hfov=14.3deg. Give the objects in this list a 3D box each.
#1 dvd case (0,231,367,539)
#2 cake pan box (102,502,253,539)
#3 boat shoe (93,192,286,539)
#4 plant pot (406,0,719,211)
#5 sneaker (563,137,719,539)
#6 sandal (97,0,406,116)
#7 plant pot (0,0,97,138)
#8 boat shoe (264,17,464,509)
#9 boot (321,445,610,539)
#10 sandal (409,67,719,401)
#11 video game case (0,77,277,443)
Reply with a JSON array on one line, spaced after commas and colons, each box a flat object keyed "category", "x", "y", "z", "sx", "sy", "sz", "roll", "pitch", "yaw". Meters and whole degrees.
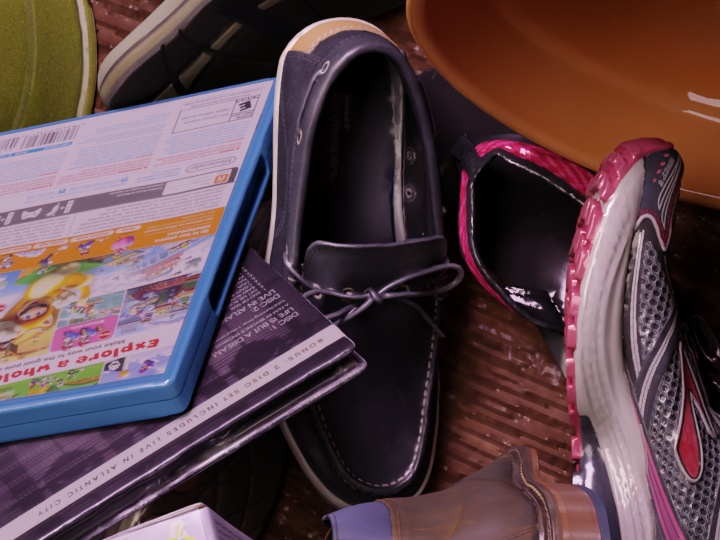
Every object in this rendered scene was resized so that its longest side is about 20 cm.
[{"category": "dvd case", "x": -0.103, "y": 0.032, "z": 1.120, "sx": 0.148, "sy": 0.016, "sz": 0.200, "roll": -31, "pitch": 33, "yaw": -12}, {"category": "cake pan box", "x": -0.025, "y": 0.197, "z": 1.066, "sx": 0.052, "sy": 0.200, "sz": 0.185, "roll": -19, "pitch": 69, "yaw": 10}, {"category": "boat shoe", "x": -0.073, "y": 0.060, "z": 1.199, "sx": 0.073, "sy": 0.074, "sz": 0.201, "roll": 20, "pitch": 83, "yaw": 42}, {"category": "plant pot", "x": 0.132, "y": -0.123, "z": 1.044, "sx": 0.199, "sy": 0.200, "sz": 0.140, "roll": 9, "pitch": 69, "yaw": 32}, {"category": "sneaker", "x": 0.113, "y": 0.050, "z": 1.064, "sx": 0.074, "sy": 0.081, "sz": 0.201, "roll": -3, "pitch": 99, "yaw": 5}, {"category": "sandal", "x": -0.035, "y": -0.131, "z": 1.203, "sx": 0.201, "sy": 0.080, "sz": 0.057, "roll": -30, "pitch": 53, "yaw": 24}, {"category": "plant pot", "x": -0.253, "y": -0.097, "z": 1.256, "sx": 0.200, "sy": 0.193, "sz": 0.201, "roll": -6, "pitch": 79, "yaw": 30}, {"category": "boat shoe", "x": 0.000, "y": 0.000, "z": 1.137, "sx": 0.062, "sy": 0.074, "sz": 0.201, "roll": -171, "pitch": 78, "yaw": -72}, {"category": "boot", "x": 0.021, "y": 0.100, "z": 1.052, "sx": 0.097, "sy": 0.200, "sz": 0.075, "roll": 3, "pitch": 85, "yaw": -11}, {"category": "sandal", "x": 0.076, "y": -0.011, "z": 1.129, "sx": 0.075, "sy": 0.045, "sz": 0.200, "roll": -44, "pitch": 62, "yaw": 18}, {"category": "video game case", "x": -0.112, "y": -0.003, "z": 1.146, "sx": 0.143, "sy": 0.018, "sz": 0.200, "roll": -10, "pitch": 35, "yaw": 21}]
